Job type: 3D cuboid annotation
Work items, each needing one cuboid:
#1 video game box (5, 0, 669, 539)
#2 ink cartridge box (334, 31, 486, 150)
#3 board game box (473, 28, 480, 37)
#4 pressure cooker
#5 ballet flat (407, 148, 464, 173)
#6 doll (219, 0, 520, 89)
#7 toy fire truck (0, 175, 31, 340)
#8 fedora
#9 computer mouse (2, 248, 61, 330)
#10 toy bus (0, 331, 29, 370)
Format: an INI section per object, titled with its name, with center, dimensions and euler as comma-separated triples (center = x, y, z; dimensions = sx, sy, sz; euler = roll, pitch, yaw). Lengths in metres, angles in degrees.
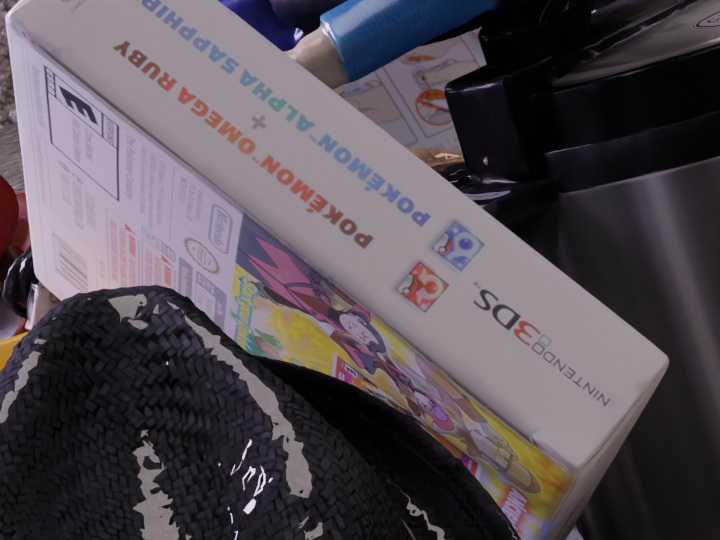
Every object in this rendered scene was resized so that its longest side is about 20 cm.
[video game box]
center = -0.013, 0.012, 0.757
dimensions = 0.047, 0.182, 0.200
euler = -46, -10, -17
[ink cartridge box]
center = 0.000, 0.000, 0.974
dimensions = 0.160, 0.200, 0.047
euler = -23, -22, -22
[board game box]
center = 0.058, -0.050, 1.061
dimensions = 0.200, 0.148, 0.064
euler = 17, 26, 25
[pressure cooker]
center = 0.120, -0.019, 0.814
dimensions = 0.179, 0.200, 0.176
euler = -14, 9, 21
[ballet flat]
center = 0.081, -0.013, 0.928
dimensions = 0.200, 0.071, 0.065
euler = -8, 15, -11
[doll]
center = 0.002, -0.085, 0.775
dimensions = 0.200, 0.048, 0.136
euler = -7, 28, 35
[toy fire truck]
center = -0.198, 0.024, 1.118
dimensions = 0.168, 0.112, 0.200
euler = -43, 39, -2
[fedora]
center = -0.043, 0.074, 0.615
dimensions = 0.200, 0.092, 0.201
euler = 0, 49, 1
[computer mouse]
center = -0.118, 0.071, 1.019
dimensions = 0.200, 0.053, 0.138
euler = -52, -22, 21
[toy bus]
center = -0.076, 0.075, 0.805
dimensions = 0.065, 0.078, 0.200
euler = -17, -26, 13
